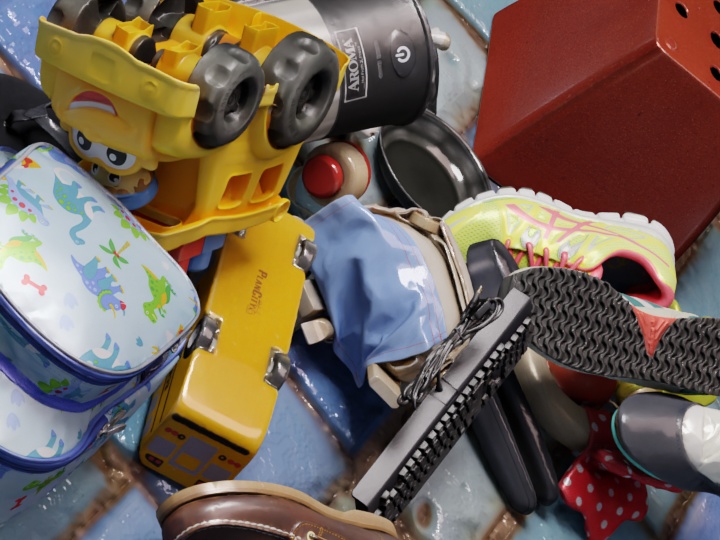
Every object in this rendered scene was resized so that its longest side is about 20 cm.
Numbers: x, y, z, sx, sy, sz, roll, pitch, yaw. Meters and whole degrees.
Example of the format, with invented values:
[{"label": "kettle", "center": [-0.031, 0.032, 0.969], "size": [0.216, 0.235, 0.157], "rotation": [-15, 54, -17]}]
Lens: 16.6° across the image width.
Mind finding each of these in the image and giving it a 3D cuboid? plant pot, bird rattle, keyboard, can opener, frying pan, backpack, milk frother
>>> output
[{"label": "plant pot", "center": [0.231, -0.143, 2.021], "size": [0.200, 0.176, 0.200], "rotation": [36, 39, -23]}, {"label": "bird rattle", "center": [0.178, 0.100, 1.863], "size": [0.163, 0.113, 0.200], "rotation": [39, 50, -1]}, {"label": "keyboard", "center": [0.057, 0.088, 1.645], "size": [0.021, 0.127, 0.200], "rotation": [25, 59, 24]}, {"label": "can opener", "center": [0.094, 0.080, 1.789], "size": [0.063, 0.079, 0.201], "rotation": [-9, 80, -38]}, {"label": "frying pan", "center": [0.042, -0.107, 1.905], "size": [0.115, 0.031, 0.191], "rotation": [4, 55, -46]}, {"label": "backpack", "center": [-0.206, 0.033, 1.423], "size": [0.183, 0.147, 0.200], "rotation": [46, 40, -5]}, {"label": "milk frother", "center": [-0.083, -0.161, 1.742], "size": [0.187, 0.200, 0.181], "rotation": [-15, 87, -30]}]

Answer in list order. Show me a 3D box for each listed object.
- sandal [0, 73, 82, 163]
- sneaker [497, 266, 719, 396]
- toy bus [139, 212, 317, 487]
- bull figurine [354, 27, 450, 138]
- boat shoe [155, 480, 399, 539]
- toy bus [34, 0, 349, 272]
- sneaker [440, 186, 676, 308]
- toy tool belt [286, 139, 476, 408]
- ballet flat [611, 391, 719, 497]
[{"label": "sandal", "center": [-0.177, -0.075, 1.628], "size": [0.200, 0.043, 0.076], "rotation": [30, 42, -28]}, {"label": "sneaker", "center": [0.183, 0.050, 1.784], "size": [0.199, 0.093, 0.071], "rotation": [15, 79, -13]}, {"label": "toy bus", "center": [-0.084, 0.043, 1.600], "size": [0.065, 0.078, 0.200], "rotation": [27, 42, -15]}, {"label": "bull figurine", "center": [-0.007, -0.196, 1.890], "size": [0.121, 0.065, 0.201], "rotation": [-7, 65, -44]}, {"label": "boat shoe", "center": [-0.040, 0.182, 1.546], "size": [0.199, 0.070, 0.071], "rotation": [16, 46, -40]}, {"label": "toy bus", "center": [-0.121, -0.073, 1.519], "size": [0.135, 0.193, 0.200], "rotation": [27, 20, 23]}, {"label": "sneaker", "center": [0.147, -0.006, 1.839], "size": [0.199, 0.078, 0.090], "rotation": [3, 31, -9]}, {"label": "toy tool belt", "center": [0.000, 0.000, 1.698], "size": [0.201, 0.125, 0.123], "rotation": [60, 28, 10]}, {"label": "ballet flat", "center": [0.264, 0.131, 1.781], "size": [0.200, 0.073, 0.073], "rotation": [29, 42, -40]}]
